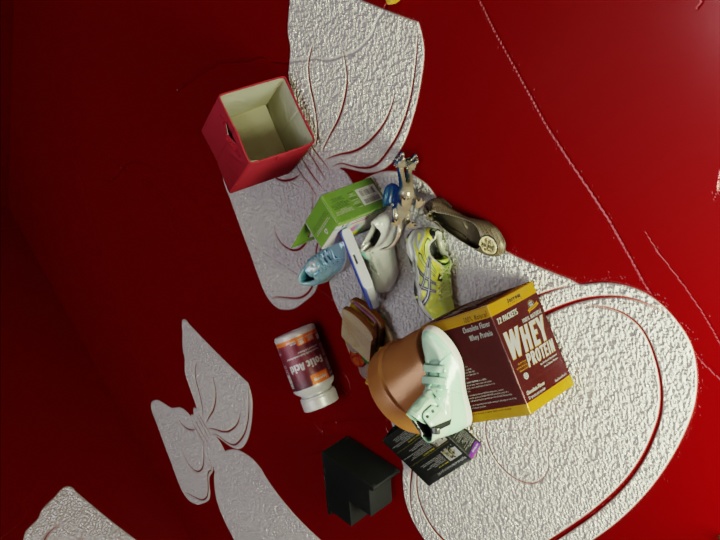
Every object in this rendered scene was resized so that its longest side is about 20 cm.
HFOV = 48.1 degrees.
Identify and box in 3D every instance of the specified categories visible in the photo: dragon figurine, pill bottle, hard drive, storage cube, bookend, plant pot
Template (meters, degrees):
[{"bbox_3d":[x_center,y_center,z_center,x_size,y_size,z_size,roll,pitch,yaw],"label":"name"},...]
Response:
[{"bbox_3d":[0.080,-0.138,1.611,0.100,0.058,0.202,-106,24,-45],"label":"dragon figurine"},{"bbox_3d":[-0.134,0.247,2.046,0.114,0.113,0.203,-21,90,54],"label":"pill bottle"},{"bbox_3d":[0.000,0.000,1.722,0.200,0.025,0.134,71,176,-75],"label":"hard drive"},{"bbox_3d":[-0.235,-0.306,1.842,0.173,0.198,0.179,64,150,5],"label":"storage cube"},{"bbox_3d":[0.004,0.560,2.042,0.198,0.091,0.202,21,125,44],"label":"bookend"},{"bbox_3d":[0.130,0.205,1.624,0.202,0.198,0.140,56,134,17],"label":"plant pot"}]

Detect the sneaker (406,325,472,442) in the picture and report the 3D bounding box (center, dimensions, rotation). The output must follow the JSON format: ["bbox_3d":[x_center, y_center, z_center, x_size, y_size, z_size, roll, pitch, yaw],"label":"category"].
[{"bbox_3d":[0.129,0.209,1.458,0.073,0.117,0.204,-10,98,55],"label":"sneaker"}]

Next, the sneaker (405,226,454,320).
[{"bbox_3d":[0.148,0.013,1.599,0.076,0.075,0.203,-12,98,55],"label":"sneaker"}]

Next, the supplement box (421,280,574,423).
[{"bbox_3d":[0.249,0.155,1.488,0.196,0.131,0.203,-24,88,54],"label":"supplement box"}]

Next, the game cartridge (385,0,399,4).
[{"bbox_3d":[0.082,-0.595,1.421,0.199,0.032,0.179,-18,92,53],"label":"game cartridge"}]

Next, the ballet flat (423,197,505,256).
[{"bbox_3d":[0.190,-0.080,1.521,0.199,0.046,0.068,37,134,36],"label":"ballet flat"}]

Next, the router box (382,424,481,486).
[{"bbox_3d":[0.151,0.375,1.757,0.149,0.051,0.200,43,142,3],"label":"router box"}]

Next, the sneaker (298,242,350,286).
[{"bbox_3d":[-0.086,-0.013,1.882,0.075,0.081,0.200,57,142,14],"label":"sneaker"}]

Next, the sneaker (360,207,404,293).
[{"bbox_3d":[0.034,-0.035,1.711,0.075,0.088,0.203,33,132,36],"label":"sneaker"}]

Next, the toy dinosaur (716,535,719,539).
[{"bbox_3d":[0.602,0.471,1.266,0.106,0.061,0.201,37,145,7],"label":"toy dinosaur"}]

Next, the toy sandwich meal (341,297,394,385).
[{"bbox_3d":[0.007,0.168,1.861,0.204,0.070,0.209,27,127,43],"label":"toy sandwich meal"}]

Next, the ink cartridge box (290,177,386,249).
[{"bbox_3d":[-0.047,-0.096,1.737,0.076,0.146,0.201,55,143,15],"label":"ink cartridge box"}]
